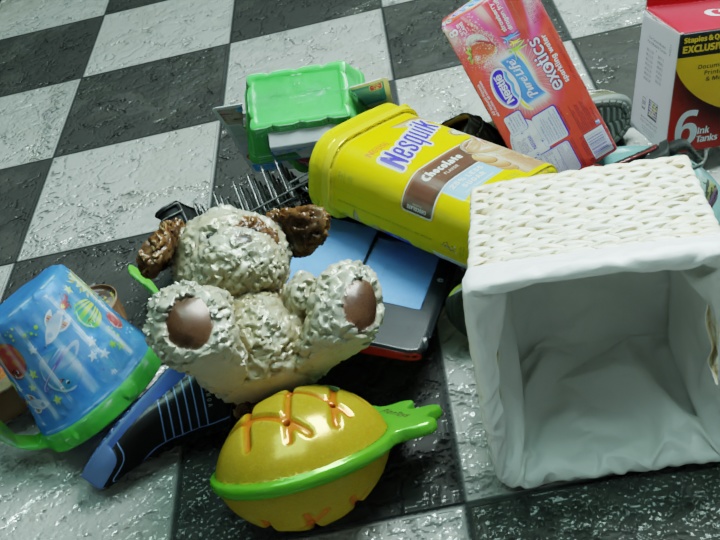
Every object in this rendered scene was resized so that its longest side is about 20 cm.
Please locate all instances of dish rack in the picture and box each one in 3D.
[{"bbox_3d":[-0.104,-0.072,1.133,0.197,0.055,0.153,-26,-5,5],"label":"dish rack"}]

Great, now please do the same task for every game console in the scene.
[{"bbox_3d":[0.000,0.000,1.011,0.173,0.031,0.201,7,41,16],"label":"game console"}]

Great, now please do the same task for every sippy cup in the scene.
[{"bbox_3d":[-0.272,0.072,0.980,0.139,0.131,0.178,-15,28,49],"label":"sippy cup"}]

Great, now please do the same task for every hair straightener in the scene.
[{"bbox_3d":[0.266,-0.080,1.049,0.197,0.041,0.077,-19,36,-13],"label":"hair straightener"}]

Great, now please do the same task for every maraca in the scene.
[{"bbox_3d":[-0.027,0.143,0.858,0.197,0.109,0.136,-18,10,-28],"label":"maraca"}]

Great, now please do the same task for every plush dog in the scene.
[{"bbox_3d":[-0.097,0.022,0.902,0.196,0.161,0.174,-7,58,-19],"label":"plush dog"}]

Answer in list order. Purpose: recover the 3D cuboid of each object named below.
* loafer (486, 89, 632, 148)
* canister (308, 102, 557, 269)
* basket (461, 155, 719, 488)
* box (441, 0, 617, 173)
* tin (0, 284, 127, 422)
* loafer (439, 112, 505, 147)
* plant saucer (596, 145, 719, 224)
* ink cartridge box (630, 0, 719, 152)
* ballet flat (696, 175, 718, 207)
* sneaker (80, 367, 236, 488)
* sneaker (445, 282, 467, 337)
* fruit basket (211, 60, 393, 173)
[{"bbox_3d":[0.208,-0.166,1.204,0.196,0.076,0.070,-14,40,3],"label":"loafer"},{"bbox_3d":[0.071,-0.081,1.014,0.198,0.088,0.148,25,38,32],"label":"canister"},{"bbox_3d":[0.185,0.038,0.843,0.196,0.201,0.162,-9,32,9],"label":"basket"},{"bbox_3d":[0.172,-0.194,1.102,0.099,0.202,0.096,-29,14,12],"label":"box"},{"bbox_3d":[-0.326,0.085,1.086,0.199,0.042,0.111,-40,28,-30],"label":"tin"},{"bbox_3d":[0.056,-0.119,1.164,0.198,0.072,0.074,-25,53,22],"label":"loafer"},{"bbox_3d":[0.274,-0.075,1.094,0.196,0.036,0.202,-10,37,7],"label":"plant saucer"},{"bbox_3d":[0.394,-0.229,1.106,0.196,0.178,0.084,-10,33,-11],"label":"ink cartridge box"},{"bbox_3d":[0.252,-0.049,0.967,0.196,0.070,0.071,0,33,-21],"label":"ballet flat"},{"bbox_3d":[-0.160,0.129,0.956,0.200,0.078,0.070,-47,6,-7],"label":"sneaker"},{"bbox_3d":[0.174,0.016,0.987,0.196,0.079,0.091,-8,28,0],"label":"sneaker"},{"bbox_3d":[-0.050,-0.145,1.150,0.181,0.200,0.096,-7,69,4],"label":"fruit basket"}]
